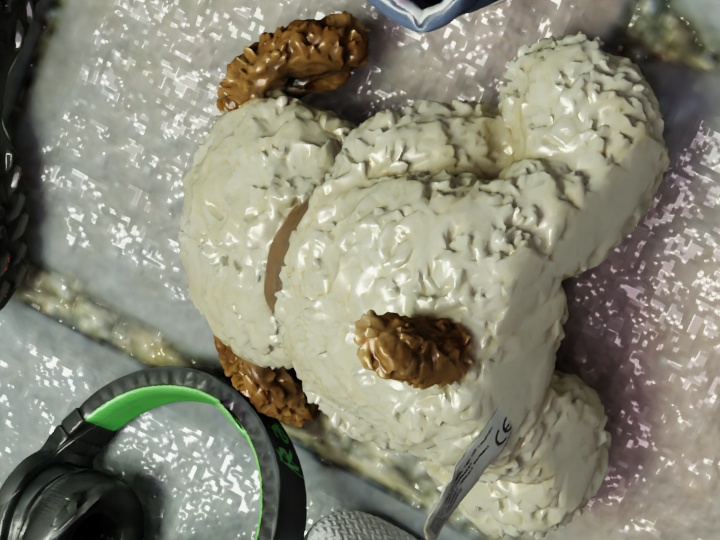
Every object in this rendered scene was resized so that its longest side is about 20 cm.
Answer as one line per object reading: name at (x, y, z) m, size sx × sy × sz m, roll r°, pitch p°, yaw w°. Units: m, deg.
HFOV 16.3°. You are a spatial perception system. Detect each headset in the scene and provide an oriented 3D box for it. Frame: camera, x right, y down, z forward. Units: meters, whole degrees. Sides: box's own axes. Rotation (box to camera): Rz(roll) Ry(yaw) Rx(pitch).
headset at (-0.111, 0.127, 1.014) m, size 0.200 × 0.094 × 0.124 m, roll -50°, pitch 57°, yaw 8°

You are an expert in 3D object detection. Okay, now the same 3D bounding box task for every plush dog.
plush dog at (0.000, 0.000, 0.946) m, size 0.171 × 0.160 × 0.201 m, roll 22°, pitch 112°, yaw 37°

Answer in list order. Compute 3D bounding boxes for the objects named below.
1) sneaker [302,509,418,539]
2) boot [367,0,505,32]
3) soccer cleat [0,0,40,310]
sneaker at (0.026, 0.200, 1.018) m, size 0.200 × 0.075 × 0.114 m, roll 47°, pitch 114°, yaw 9°
boot at (-0.011, -0.177, 0.919) m, size 0.073 × 0.090 × 0.200 m, roll -41°, pitch 89°, yaw 24°
soccer cleat at (-0.174, -0.081, 1.017) m, size 0.073 × 0.068 × 0.201 m, roll 11°, pitch 108°, yaw 27°
